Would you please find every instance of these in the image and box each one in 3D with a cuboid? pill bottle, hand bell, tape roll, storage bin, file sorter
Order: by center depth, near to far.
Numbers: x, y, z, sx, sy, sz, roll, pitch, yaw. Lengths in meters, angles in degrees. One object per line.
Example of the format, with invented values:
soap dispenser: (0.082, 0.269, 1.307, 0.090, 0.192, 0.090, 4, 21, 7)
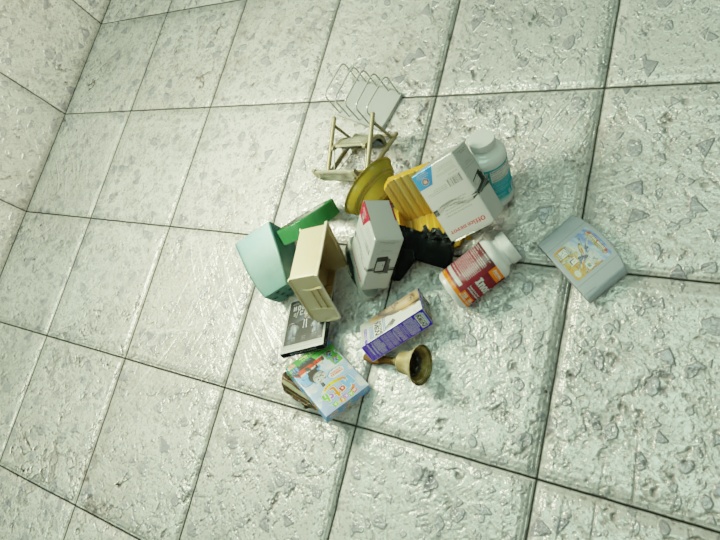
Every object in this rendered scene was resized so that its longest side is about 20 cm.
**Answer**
pill bottle: (0.308, -0.004, 1.533, 0.199, 0.113, 0.114, -39, 57, 12)
pill bottle: (0.333, -0.266, 1.557, 0.109, 0.201, 0.112, -13, 46, 14)
hand bell: (0.084, 0.240, 1.599, 0.197, 0.103, 0.106, 2, 71, 43)
storage bin: (-0.111, 0.009, 1.688, 0.092, 0.200, 0.203, -10, 46, 18)
tape roll: (-0.159, -0.148, 1.815, 0.198, 0.201, 0.049, -28, 101, 18)
file sorter: (0.006, -0.560, 1.914, 0.198, 0.124, 0.140, 29, 87, 34)

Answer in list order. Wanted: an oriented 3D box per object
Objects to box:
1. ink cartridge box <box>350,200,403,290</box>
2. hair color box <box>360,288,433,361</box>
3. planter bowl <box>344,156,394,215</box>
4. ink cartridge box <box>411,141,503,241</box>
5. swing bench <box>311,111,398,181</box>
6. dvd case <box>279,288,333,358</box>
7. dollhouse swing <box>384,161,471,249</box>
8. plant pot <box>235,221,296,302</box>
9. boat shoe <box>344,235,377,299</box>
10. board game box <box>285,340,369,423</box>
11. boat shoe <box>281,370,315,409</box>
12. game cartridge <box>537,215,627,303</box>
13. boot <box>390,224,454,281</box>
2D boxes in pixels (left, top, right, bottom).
ink cartridge box: (0.040, -0.067, 1.619, 0.082, 0.202, 0.147, -3, 50, -17)
hair color box: (0.093, 0.145, 1.601, 0.198, 0.065, 0.110, -33, 24, 14)
planter bowl: (0.049, -0.221, 1.730, 0.083, 0.200, 0.201, 41, 94, 18)
ink cartridge box: (0.247, -0.196, 1.511, 0.144, 0.084, 0.202, -26, 101, 44)
swing bench: (-0.018, -0.358, 1.827, 0.197, 0.129, 0.204, 11, 78, 46)
dvd case: (-0.155, 0.153, 1.753, 0.148, 0.025, 0.203, -17, 45, 23)
dollhouse swing: (0.174, -0.158, 1.633, 0.197, 0.175, 0.185, -17, 63, 22)
plant pot: (-0.272, -0.014, 1.858, 0.140, 0.141, 0.203, -29, 67, 16)
boat shoe: (0.000, 0.000, 1.743, 0.064, 0.069, 0.203, -50, 46, 49)
board game box: (-0.092, 0.300, 1.650, 0.150, 0.037, 0.200, -32, 54, -23)
boat shoe: (-0.138, 0.357, 1.688, 0.200, 0.074, 0.076, 29, 124, 26)
game cartridge: (0.545, -0.036, 1.459, 0.133, 0.041, 0.201, -43, 56, 13)
boot: (0.169, -0.036, 1.631, 0.159, 0.201, 0.074, 12, 42, 4)
